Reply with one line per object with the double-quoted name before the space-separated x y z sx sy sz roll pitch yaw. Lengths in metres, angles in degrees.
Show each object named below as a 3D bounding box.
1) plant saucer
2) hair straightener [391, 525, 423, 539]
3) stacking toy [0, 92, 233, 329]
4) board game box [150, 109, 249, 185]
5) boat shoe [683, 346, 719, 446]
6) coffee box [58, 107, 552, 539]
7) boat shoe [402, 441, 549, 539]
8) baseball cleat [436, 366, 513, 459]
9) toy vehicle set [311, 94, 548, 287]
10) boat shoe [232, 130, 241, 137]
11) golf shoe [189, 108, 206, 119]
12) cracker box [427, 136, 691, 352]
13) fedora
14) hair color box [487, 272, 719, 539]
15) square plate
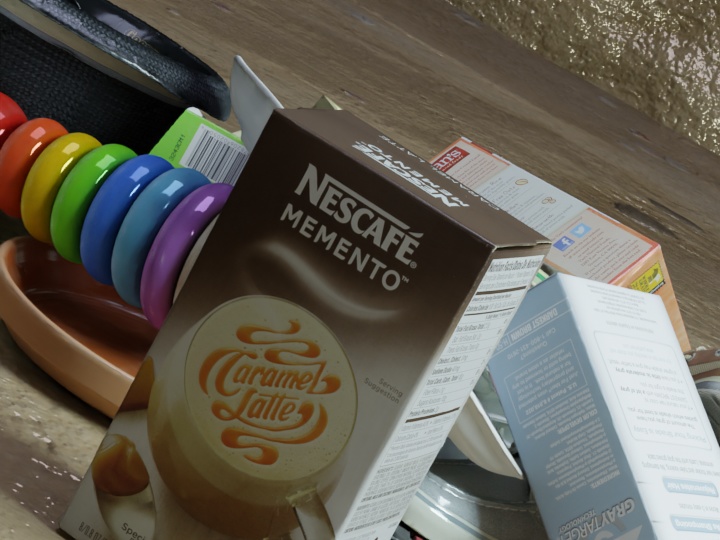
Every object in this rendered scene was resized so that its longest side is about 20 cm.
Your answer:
"plant saucer" -0.098 0.045 1.275 0.200 0.032 0.200 27 13 -7
"hair straightener" 0.048 0.149 1.154 0.200 0.041 0.077 36 14 29
"stacking toy" -0.137 -0.037 1.280 0.199 0.086 0.085 28 12 20
"board game box" -0.163 -0.072 1.454 0.199 0.096 0.030 29 -14 -2
"boat shoe" 0.190 0.084 1.479 0.200 0.072 0.076 -9 -63 58
"coffee box" -0.023 0.046 1.043 0.114 0.201 0.080 32 13 18
"boat shoe" 0.094 0.116 1.310 0.200 0.072 0.070 18 16 -40
"baseball cleat" 0.093 0.101 1.413 0.199 0.070 0.107 13 -23 -1
"toy vehicle set" 0.056 -0.013 1.425 0.200 0.027 0.124 38 8 -29
"boat shoe" -0.087 -0.041 1.570 0.068 0.075 0.200 52 11 3
"golf shoe" -0.184 -0.127 1.548 0.199 0.095 0.078 13 9 -11
"cracker box" 0.122 0.012 1.609 0.200 0.058 0.134 32 -28 46
"fedora" -0.172 -0.109 1.380 0.200 0.092 0.201 30 6 -4
"hair color box" 0.134 0.107 1.244 0.099 0.061 0.201 11 53 -51
"square plate" 0.000 0.000 1.279 0.198 0.028 0.200 57 0 -25
